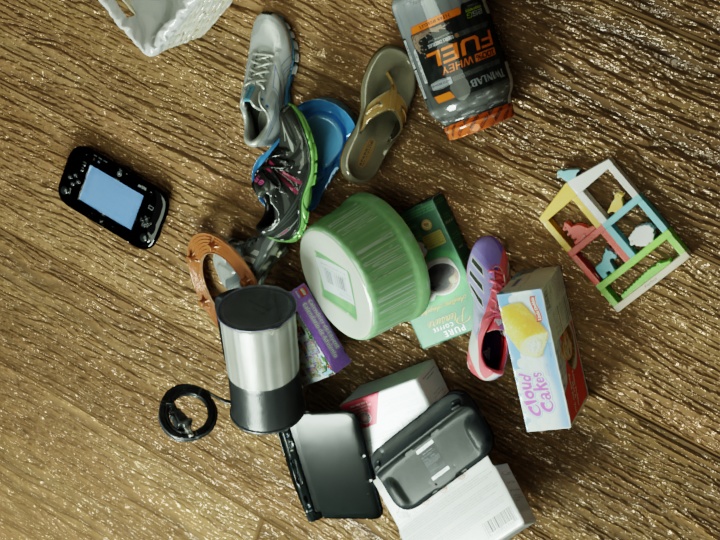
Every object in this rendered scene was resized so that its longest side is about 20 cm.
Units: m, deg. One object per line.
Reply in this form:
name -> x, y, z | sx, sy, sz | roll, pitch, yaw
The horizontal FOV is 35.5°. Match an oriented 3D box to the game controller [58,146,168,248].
game controller -> -0.401, -0.120, 1.828 | 0.199, 0.042, 0.105 | 29, 117, 13

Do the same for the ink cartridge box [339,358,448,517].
ink cartridge box -> 0.082, 0.258, 1.707 | 0.144, 0.083, 0.202 | -22, 97, 28

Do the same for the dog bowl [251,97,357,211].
dog bowl -> -0.077, -0.170, 1.654 | 0.111, 0.050, 0.200 | 37, 118, -5

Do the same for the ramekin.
ramekin -> 0.000, 0.000, 1.602 | 0.200, 0.097, 0.201 | 41, 147, 35

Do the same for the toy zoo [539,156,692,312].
toy zoo -> 0.334, -0.059, 1.524 | 0.200, 0.020, 0.131 | 50, 119, 4

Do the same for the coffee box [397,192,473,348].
coffee box -> 0.105, 0.003, 1.637 | 0.122, 0.044, 0.202 | -24, 95, 30

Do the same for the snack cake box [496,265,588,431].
snack cake box -> 0.255, 0.107, 1.560 | 0.066, 0.115, 0.202 | -9, 102, 25

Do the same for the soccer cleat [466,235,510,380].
soccer cleat -> 0.183, 0.052, 1.560 | 0.066, 0.076, 0.203 | 5, 86, -16

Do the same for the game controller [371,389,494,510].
game controller -> 0.102, 0.261, 1.623 | 0.200, 0.042, 0.105 | -42, 79, 27

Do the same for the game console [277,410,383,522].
game console -> -0.059, 0.281, 1.761 | 0.115, 0.176, 0.202 | -18, 114, -9

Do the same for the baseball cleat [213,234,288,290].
baseball cleat -> -0.172, -0.029, 1.726 | 0.106, 0.070, 0.201 | 42, 130, 8

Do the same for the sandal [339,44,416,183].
sandal -> 0.029, -0.213, 1.571 | 0.080, 0.054, 0.202 | 16, 103, -23

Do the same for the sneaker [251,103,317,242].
sneaker -> -0.110, -0.134, 1.588 | 0.077, 0.083, 0.202 | -140, 52, -61

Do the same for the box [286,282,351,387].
box -> -0.104, 0.109, 1.722 | 0.138, 0.039, 0.200 | 59, 148, -2

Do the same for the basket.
basket -> -0.271, -0.447, 1.602 | 0.199, 0.161, 0.200 | 49, 119, 3

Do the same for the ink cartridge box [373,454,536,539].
ink cartridge box -> 0.134, 0.335, 1.638 | 0.200, 0.045, 0.177 | -40, 65, 27

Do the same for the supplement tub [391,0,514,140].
supplement tub -> 0.128, -0.284, 1.490 | 0.121, 0.122, 0.202 | -18, 99, 28

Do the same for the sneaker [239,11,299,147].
sneaker -> -0.140, -0.274, 1.640 | 0.074, 0.087, 0.203 | 9, 109, 24

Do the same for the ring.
ring -> -0.213, 0.034, 1.756 | 0.200, 0.019, 0.202 | 34, 140, 34

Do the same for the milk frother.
milk frother -> -0.192, 0.140, 1.628 | 0.179, 0.199, 0.190 | 21, 130, 34
